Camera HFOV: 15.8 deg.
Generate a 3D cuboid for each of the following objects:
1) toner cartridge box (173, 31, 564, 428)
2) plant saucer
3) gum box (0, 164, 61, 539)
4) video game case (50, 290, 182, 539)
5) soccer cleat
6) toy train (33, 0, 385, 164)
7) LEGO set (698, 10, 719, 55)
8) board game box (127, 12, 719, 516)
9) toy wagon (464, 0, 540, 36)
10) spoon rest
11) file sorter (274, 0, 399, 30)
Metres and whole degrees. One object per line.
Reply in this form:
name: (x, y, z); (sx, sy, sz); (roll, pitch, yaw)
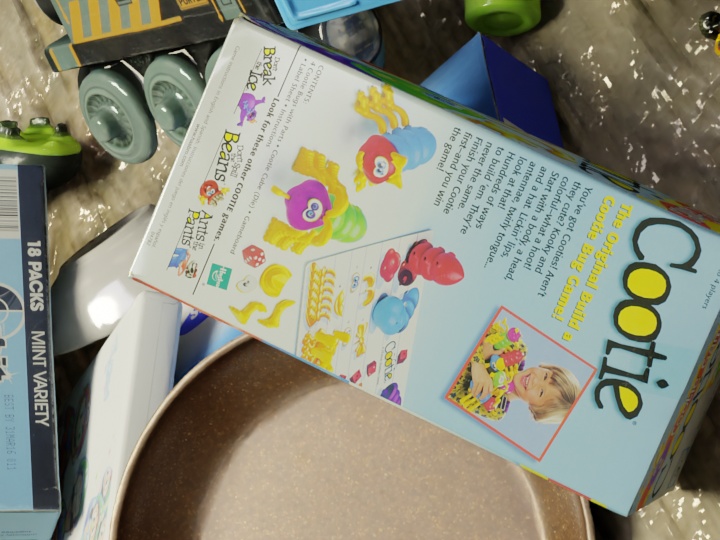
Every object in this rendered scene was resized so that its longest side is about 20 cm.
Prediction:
toner cartridge box: (0.000, 0.000, 1.078); (0.200, 0.043, 0.095); (-41, 34, 26)
plant saucer: (-0.001, 0.115, 1.022); (0.200, 0.037, 0.201); (-2, 84, 17)
gum box: (-0.179, 0.071, 1.226); (0.200, 0.044, 0.170); (118, 150, -61)
video game case: (-0.120, 0.130, 1.137); (0.182, 0.024, 0.201); (132, 147, -64)
soccer cleat: (-0.207, -0.036, 1.359); (0.200, 0.067, 0.081); (-3, 92, 50)
toy train: (-0.070, -0.113, 1.105); (0.200, 0.085, 0.114); (-3, 116, 54)
LEGO set: (0.224, -0.084, 0.852); (0.200, 0.116, 0.154); (-23, 31, 39)
board game box: (0.037, -0.003, 0.944); (0.200, 0.103, 0.105); (26, 97, 14)
toy wagon: (0.064, -0.179, 1.099); (0.200, 0.039, 0.156); (-21, 62, 44)
spoon rest: (-0.069, -0.011, 1.172); (0.200, 0.099, 0.061); (-31, 100, 36)
file sorter: (0.048, -0.199, 0.960); (0.199, 0.139, 0.123); (-13, 29, 25)
